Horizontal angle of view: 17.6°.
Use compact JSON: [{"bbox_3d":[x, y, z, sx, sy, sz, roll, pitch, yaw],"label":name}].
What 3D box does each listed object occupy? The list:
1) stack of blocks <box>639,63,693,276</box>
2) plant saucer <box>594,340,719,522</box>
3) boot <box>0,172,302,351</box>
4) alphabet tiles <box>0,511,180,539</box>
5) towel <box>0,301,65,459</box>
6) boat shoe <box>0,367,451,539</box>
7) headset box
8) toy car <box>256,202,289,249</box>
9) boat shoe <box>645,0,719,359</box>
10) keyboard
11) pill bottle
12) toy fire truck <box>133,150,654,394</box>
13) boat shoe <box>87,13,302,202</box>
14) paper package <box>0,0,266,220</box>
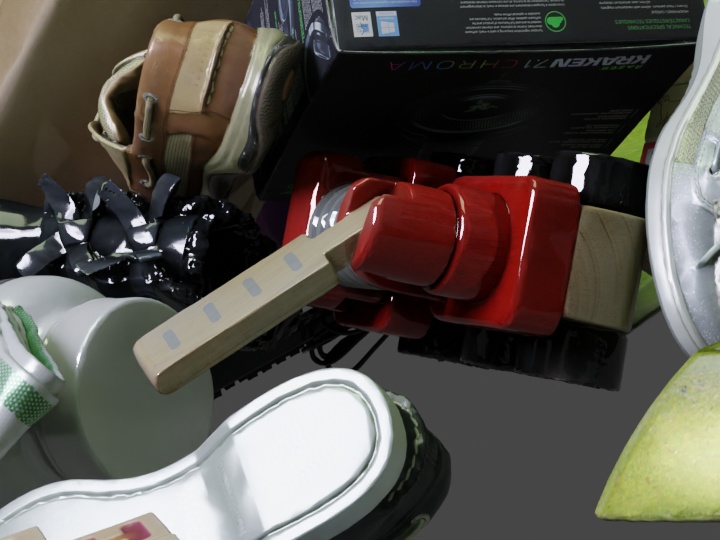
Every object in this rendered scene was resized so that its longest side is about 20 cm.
[{"bbox_3d":[0.218,-0.055,1.020,0.199,0.116,0.058,-5,-28,46],"label":"stack of blocks"},{"bbox_3d":[0.203,0.030,0.739,0.199,0.048,0.199,-6,8,45],"label":"plant saucer"},{"bbox_3d":[-0.105,0.014,1.109,0.161,0.074,0.198,2,-21,23],"label":"boot"},{"bbox_3d":[-0.142,0.113,0.659,0.198,0.008,0.167,-19,10,-13],"label":"alphabet tiles"},{"bbox_3d":[-0.197,0.091,0.875,0.200,0.031,0.149,-44,16,-3],"label":"towel"},{"bbox_3d":[-0.061,0.100,0.799,0.199,0.076,0.060,-22,-31,20],"label":"boat shoe"},{"bbox_3d":[0.043,-0.106,1.082,0.172,0.094,0.200,-3,-17,-15],"label":"headset box"},{"bbox_3d":[0.001,-0.060,1.308,0.151,0.174,0.200,-55,-21,-7],"label":"toy car"},{"bbox_3d":[0.171,-0.052,0.964,0.064,0.074,0.203,-11,51,45],"label":"boat shoe"},{"bbox_3d":[0.000,0.026,1.168,0.199,0.040,0.104,-30,1,-2],"label":"keyboard"},{"bbox_3d":[-0.161,0.061,1.021,0.199,0.112,0.110,-8,13,41],"label":"pill bottle"},{"bbox_3d":[0.000,0.000,0.987,0.198,0.130,0.176,12,-2,-25],"label":"toy fire truck"},{"bbox_3d":[-0.084,-0.072,1.059,0.073,0.076,0.200,19,-19,-10],"label":"boat shoe"},{"bbox_3d":[-0.120,-0.115,1.177,0.199,0.192,0.103,16,20,-46],"label":"paper package"}]
